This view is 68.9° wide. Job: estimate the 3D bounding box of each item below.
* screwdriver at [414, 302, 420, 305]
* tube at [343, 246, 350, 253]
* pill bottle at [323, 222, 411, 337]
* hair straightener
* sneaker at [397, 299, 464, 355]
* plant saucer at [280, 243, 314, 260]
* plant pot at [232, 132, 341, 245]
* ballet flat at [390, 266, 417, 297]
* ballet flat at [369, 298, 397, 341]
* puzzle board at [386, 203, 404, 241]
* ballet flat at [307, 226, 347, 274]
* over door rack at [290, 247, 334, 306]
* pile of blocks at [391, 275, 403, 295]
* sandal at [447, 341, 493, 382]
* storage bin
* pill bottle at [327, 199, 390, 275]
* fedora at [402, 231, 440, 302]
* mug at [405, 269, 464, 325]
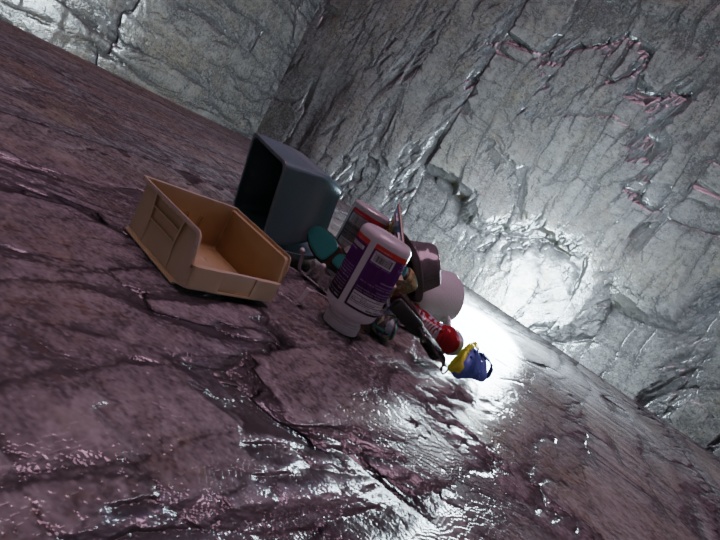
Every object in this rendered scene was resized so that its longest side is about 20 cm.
[{"bbox_3d":[0.061,0.066,1.342,0.195,0.028,0.029,18,32,-3],"label":"screwdriver"},{"bbox_3d":[0.000,0.000,1.318,0.057,0.053,0.200,24,-12,22],"label":"tube"},{"bbox_3d":[0.007,0.020,1.006,0.111,0.203,0.113,29,10,-6],"label":"pill bottle"},{"bbox_3d":[0.125,0.142,1.098,0.202,0.040,0.077,57,14,-11],"label":"hair straightener"},{"bbox_3d":[0.162,0.137,1.288,0.111,0.072,0.199,29,2,-34],"label":"sneaker"},{"bbox_3d":[-0.166,-0.071,1.293,0.195,0.040,0.202,16,26,-8],"label":"plant saucer"},{"bbox_3d":[-0.162,-0.181,1.254,0.196,0.200,0.196,6,27,-38],"label":"plant pot"},{"bbox_3d":[0.052,0.043,1.254,0.196,0.073,0.070,-16,-22,37],"label":"ballet flat"},{"bbox_3d":[0.047,0.096,1.163,0.073,0.075,0.200,30,8,-3],"label":"ballet flat"},{"bbox_3d":[0.078,-0.050,1.335,0.017,0.153,0.203,10,44,-11],"label":"puzzle board"},{"bbox_3d":[-0.057,-0.021,1.189,0.200,0.067,0.069,46,-17,36],"label":"ballet flat"},{"bbox_3d":[-0.104,0.012,1.097,0.146,0.068,0.199,36,11,26],"label":"over door rack"},{"bbox_3d":[0.046,0.038,1.143,0.060,0.085,0.199,8,3,-19],"label":"pile of blocks"},{"bbox_3d":[0.259,0.217,1.201,0.087,0.080,0.199,49,19,17],"label":"sandal"},{"bbox_3d":[-0.245,-0.043,0.861,0.197,0.095,0.198,38,11,33],"label":"storage bin"},{"bbox_3d":[-0.013,-0.072,1.383,0.109,0.203,0.111,29,11,-6],"label":"pill bottle"},{"bbox_3d":[0.152,-0.016,1.345,0.088,0.182,0.200,-11,22,-9],"label":"fedora"},{"bbox_3d":[0.193,0.088,1.473,0.172,0.147,0.204,9,52,-41],"label":"mug"}]
